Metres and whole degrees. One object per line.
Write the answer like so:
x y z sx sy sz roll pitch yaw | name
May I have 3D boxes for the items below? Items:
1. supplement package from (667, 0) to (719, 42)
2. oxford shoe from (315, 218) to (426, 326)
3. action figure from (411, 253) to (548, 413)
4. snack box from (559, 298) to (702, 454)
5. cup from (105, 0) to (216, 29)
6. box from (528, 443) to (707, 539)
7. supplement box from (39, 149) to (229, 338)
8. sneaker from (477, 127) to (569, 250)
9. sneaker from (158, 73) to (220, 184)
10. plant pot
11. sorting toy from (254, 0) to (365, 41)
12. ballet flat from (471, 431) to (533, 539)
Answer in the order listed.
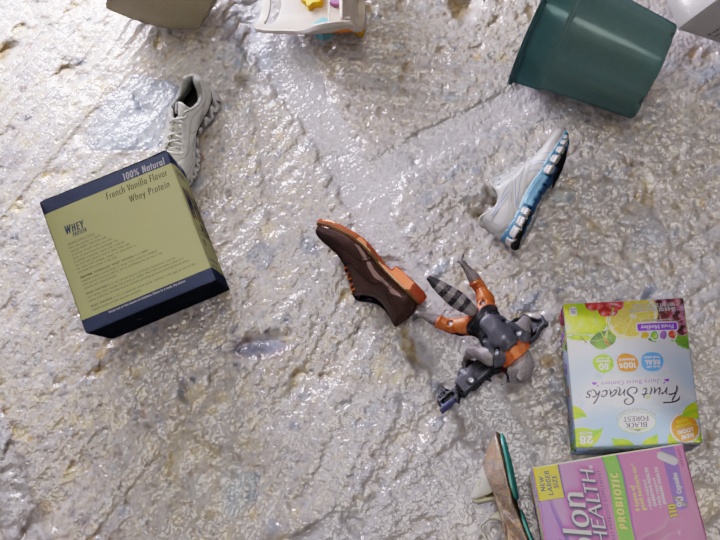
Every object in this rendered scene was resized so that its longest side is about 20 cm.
0.548 -0.414 1.477 0.199 0.120 0.122 4 64 -37 | supplement package
0.000 0.000 1.475 0.200 0.071 0.073 39 84 17 | oxford shoe
0.156 0.098 1.405 0.193 0.105 0.200 40 80 23 | action figure
0.364 0.145 1.381 0.167 0.068 0.202 -4 72 5 | snack box
-0.297 -0.469 1.628 0.143 0.200 0.201 32 75 -11 | cup
0.331 0.331 1.303 0.198 0.097 0.177 -9 70 4 | box
-0.323 -0.034 1.469 0.199 0.134 0.201 -22 83 -2 | supplement box
0.239 -0.134 1.494 0.086 0.075 0.201 27 75 21 | sneaker
-0.281 -0.213 1.578 0.074 0.081 0.202 11 74 9 | sneaker
0.345 -0.330 1.496 0.195 0.200 0.201 25 75 6 | plant pot
-0.087 -0.447 1.634 0.178 0.107 0.202 -4 70 13 | sorting toy
0.185 0.316 1.344 0.067 0.068 0.202 -17 68 8 | ballet flat
